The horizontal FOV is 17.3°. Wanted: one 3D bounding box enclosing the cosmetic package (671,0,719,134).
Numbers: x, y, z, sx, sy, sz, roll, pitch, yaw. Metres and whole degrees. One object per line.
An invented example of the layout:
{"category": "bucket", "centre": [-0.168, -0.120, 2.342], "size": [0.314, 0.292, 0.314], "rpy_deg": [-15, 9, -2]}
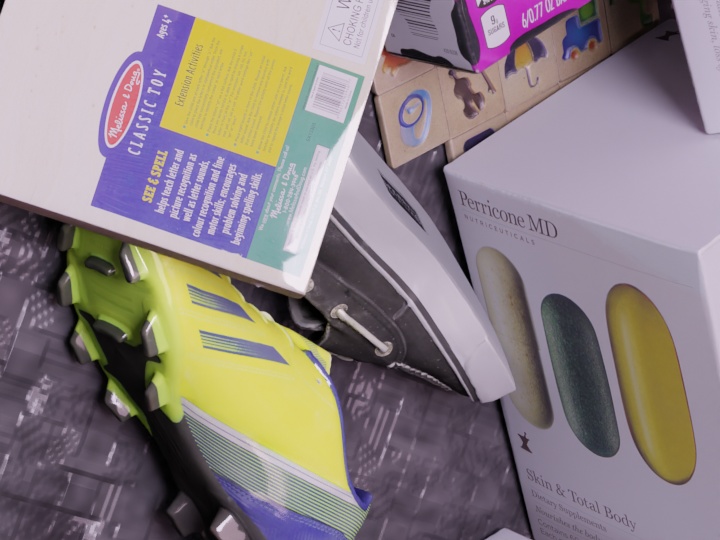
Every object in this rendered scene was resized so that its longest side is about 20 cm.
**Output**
{"category": "cosmetic package", "centre": [0.185, -0.156, 0.992], "size": [0.200, 0.081, 0.114], "rpy_deg": [-60, 139, -52]}

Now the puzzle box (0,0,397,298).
{"category": "puzzle box", "centre": [-0.053, -0.104, 0.835], "size": [0.132, 0.025, 0.201], "rpy_deg": [19, 83, -6]}

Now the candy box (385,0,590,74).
{"category": "candy box", "centre": [0.051, -0.198, 0.927], "size": [0.136, 0.061, 0.201], "rpy_deg": [-34, 122, -29]}

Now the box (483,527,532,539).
{"category": "box", "centre": [0.094, 0.240, 1.035], "size": [0.106, 0.152, 0.201], "rpy_deg": [-30, 121, -30]}

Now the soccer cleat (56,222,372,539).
{"category": "soccer cleat", "centre": [-0.053, 0.037, 0.908], "size": [0.084, 0.064, 0.201], "rpy_deg": [-40, 124, -27]}

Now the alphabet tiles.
{"category": "alphabet tiles", "centre": [0.060, -0.135, 0.999], "size": [0.166, 0.006, 0.201], "rpy_deg": [-29, 119, -32]}

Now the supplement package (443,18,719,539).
{"category": "supplement package", "centre": [0.155, 0.023, 1.024], "size": [0.150, 0.151, 0.201], "rpy_deg": [-33, 124, -29]}

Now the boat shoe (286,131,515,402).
{"category": "boat shoe", "centre": [0.000, 0.000, 0.951], "size": [0.063, 0.071, 0.200], "rpy_deg": [-32, 137, 8]}
